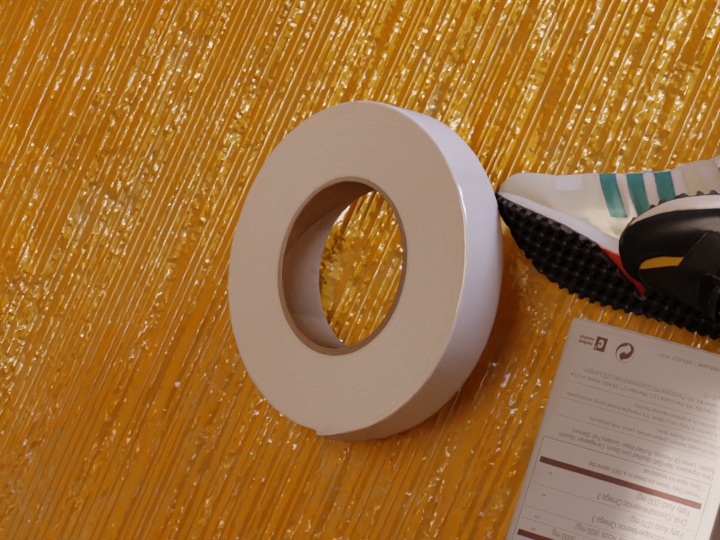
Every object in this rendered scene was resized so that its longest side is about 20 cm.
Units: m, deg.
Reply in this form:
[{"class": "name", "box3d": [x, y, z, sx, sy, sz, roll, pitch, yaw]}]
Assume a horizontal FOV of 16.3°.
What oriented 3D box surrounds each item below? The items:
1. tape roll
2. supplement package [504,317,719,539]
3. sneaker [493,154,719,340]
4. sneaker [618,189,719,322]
[{"class": "tape roll", "box3d": [0.000, 0.000, 1.510, 0.202, 0.037, 0.205, -10, 76, 42]}, {"class": "supplement package", "box3d": [0.156, 0.144, 1.366, 0.117, 0.117, 0.201, 15, 84, 29]}, {"class": "sneaker", "box3d": [0.173, -0.028, 1.446, 0.199, 0.071, 0.094, 21, 60, 40]}, {"class": "sneaker", "box3d": [0.224, 0.020, 1.296, 0.199, 0.070, 0.091, 10, 61, 15]}]
